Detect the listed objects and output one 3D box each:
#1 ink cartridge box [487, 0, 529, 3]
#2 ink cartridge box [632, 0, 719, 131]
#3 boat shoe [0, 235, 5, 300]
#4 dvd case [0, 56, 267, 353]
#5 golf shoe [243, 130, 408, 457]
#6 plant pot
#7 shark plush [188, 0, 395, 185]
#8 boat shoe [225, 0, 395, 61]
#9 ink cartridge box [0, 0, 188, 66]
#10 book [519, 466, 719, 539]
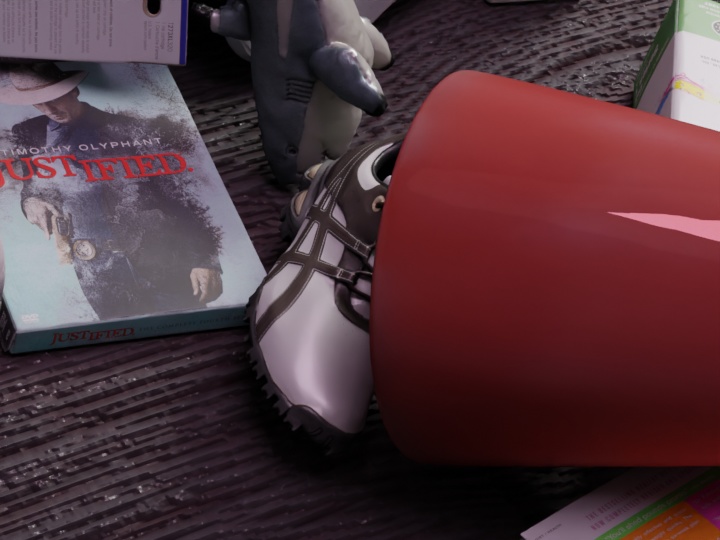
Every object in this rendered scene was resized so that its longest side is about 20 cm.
[{"bbox_3d":[0.116,-0.295,1.253,0.083,0.200,0.147,-8,51,-29],"label":"ink cartridge box"},{"bbox_3d":[0.238,-0.059,1.158,0.145,0.084,0.200,18,43,-5],"label":"ink cartridge box"},{"bbox_3d":[-0.242,-0.055,0.971,0.068,0.072,0.200,-10,62,-33],"label":"boat shoe"},{"bbox_3d":[-0.144,-0.045,1.030,0.146,0.022,0.200,-6,50,-27],"label":"dvd case"},{"bbox_3d":[0.000,0.000,0.983,0.078,0.094,0.200,36,39,-28],"label":"golf shoe"},{"bbox_3d":[0.121,0.010,0.920,0.177,0.201,0.200,8,38,22],"label":"plant pot"},{"bbox_3d":[-0.053,-0.141,1.041,0.083,0.200,0.091,-23,33,14],"label":"shark plush"},{"bbox_3d":[-0.021,-0.180,1.190,0.064,0.071,0.200,11,34,41],"label":"boat shoe"},{"bbox_3d":[-0.190,-0.164,1.041,0.200,0.095,0.037,4,23,-1],"label":"ink cartridge box"},{"bbox_3d":[0.187,0.159,0.881,0.134,0.048,0.200,-29,45,-21],"label":"book"}]
